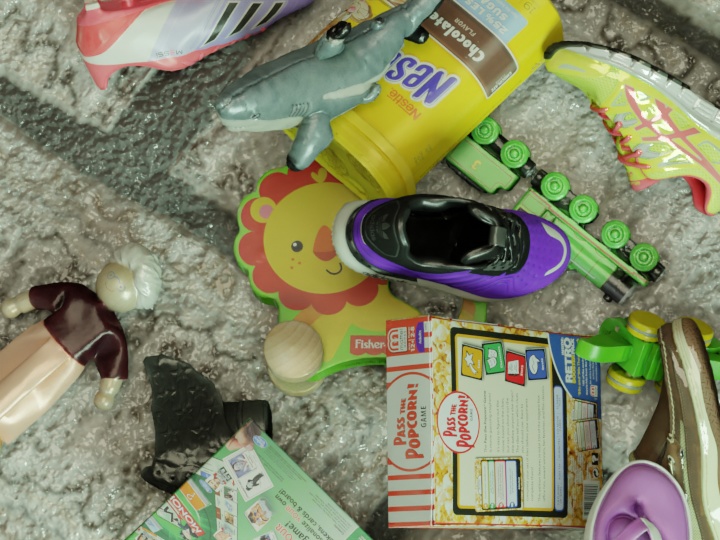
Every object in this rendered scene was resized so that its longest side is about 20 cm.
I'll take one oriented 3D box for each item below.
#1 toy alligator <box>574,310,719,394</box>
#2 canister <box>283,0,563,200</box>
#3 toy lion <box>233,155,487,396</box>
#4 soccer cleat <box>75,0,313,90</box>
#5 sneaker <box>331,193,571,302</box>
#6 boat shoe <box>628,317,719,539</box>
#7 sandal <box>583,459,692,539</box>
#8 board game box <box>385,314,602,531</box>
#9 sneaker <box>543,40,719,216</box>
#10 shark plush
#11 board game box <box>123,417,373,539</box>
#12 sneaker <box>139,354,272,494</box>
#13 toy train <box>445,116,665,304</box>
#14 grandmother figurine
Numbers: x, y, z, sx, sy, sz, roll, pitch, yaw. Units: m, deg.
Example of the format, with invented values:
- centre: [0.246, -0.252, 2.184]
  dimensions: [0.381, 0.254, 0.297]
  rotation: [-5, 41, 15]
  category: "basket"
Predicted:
- centre: [0.253, 0.063, 1.613]
  dimensions: [0.200, 0.054, 0.059]
  rotation: [8, 116, -18]
  category: "toy alligator"
- centre: [0.041, -0.161, 1.623]
  dimensions: [0.200, 0.087, 0.149]
  rotation: [-44, 66, -12]
  category: "canister"
- centre: [0.000, 0.000, 1.638]
  dimensions: [0.200, 0.069, 0.192]
  rotation: [2, 74, 3]
  category: "toy lion"
- centre: [-0.129, -0.198, 1.676]
  dimensions: [0.200, 0.067, 0.077]
  rotation: [-11, 112, -4]
  category: "soccer cleat"
- centre: [0.087, -0.018, 1.547]
  dimensions: [0.200, 0.099, 0.070]
  rotation: [4, 81, -30]
  category: "sneaker"
- centre: [0.238, 0.136, 1.567]
  dimensions: [0.075, 0.075, 0.203]
  rotation: [-11, 105, 11]
  category: "boat shoe"
- centre: [0.195, 0.228, 1.492]
  dimensions: [0.082, 0.050, 0.203]
  rotation: [22, 65, -5]
  category: "sandal"
- centre: [0.103, 0.117, 1.550]
  dimensions: [0.046, 0.200, 0.152]
  rotation: [-9, 78, 43]
  category: "board game box"
- centre: [0.221, -0.109, 1.614]
  dimensions: [0.200, 0.078, 0.090]
  rotation: [29, 96, -11]
  category: "sneaker"
- centre: [-0.011, -0.150, 1.529]
  dimensions: [0.200, 0.083, 0.091]
  rotation: [-23, 64, 0]
  category: "shark plush"
- centre: [-0.060, 0.226, 1.548]
  dimensions: [0.135, 0.029, 0.200]
  rotation: [-44, 75, -9]
  category: "board game box"
- centre: [-0.122, 0.166, 1.618]
  dimensions: [0.104, 0.060, 0.200]
  rotation: [0, 76, 2]
  category: "sneaker"
- centre: [0.151, -0.047, 1.643]
  dimensions: [0.200, 0.042, 0.056]
  rotation: [40, 95, 8]
  category: "toy train"
- centre: [-0.232, 0.059, 1.639]
  dimensions: [0.200, 0.061, 0.121]
  rotation: [-45, 91, -1]
  category: "grandmother figurine"
